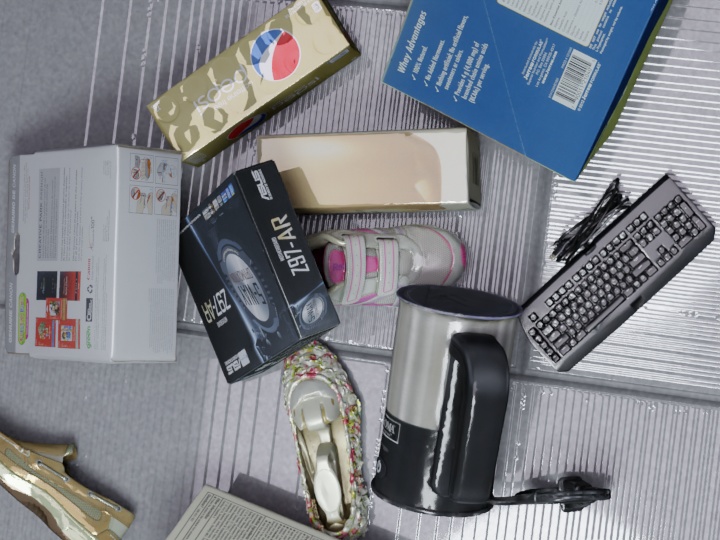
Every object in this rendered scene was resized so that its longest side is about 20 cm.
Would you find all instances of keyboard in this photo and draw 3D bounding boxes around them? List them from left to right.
[{"bbox_3d":[0.226,-0.005,1.630,0.200,0.040,0.104,-43,82,6],"label":"keyboard"}]

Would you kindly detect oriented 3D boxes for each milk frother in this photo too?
[{"bbox_3d":[0.128,0.125,1.594,0.199,0.180,0.190,0,105,-32],"label":"milk frother"}]

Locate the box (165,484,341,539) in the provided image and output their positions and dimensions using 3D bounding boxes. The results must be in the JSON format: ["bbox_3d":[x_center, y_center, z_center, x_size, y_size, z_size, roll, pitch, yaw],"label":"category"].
[{"bbox_3d":[-0.088,0.306,1.615,0.199,0.128,0.110,21,129,13],"label":"box"}]

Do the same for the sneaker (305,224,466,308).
[{"bbox_3d":[0.000,0.000,1.646,0.198,0.088,0.082,-8,87,10],"label":"sneaker"}]

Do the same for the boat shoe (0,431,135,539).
[{"bbox_3d":[-0.306,0.198,1.717,0.200,0.072,0.076,40,81,2],"label":"boat shoe"}]

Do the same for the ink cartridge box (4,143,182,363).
[{"bbox_3d":[-0.259,-0.015,1.683,0.175,0.083,0.202,1,89,43],"label":"ink cartridge box"}]

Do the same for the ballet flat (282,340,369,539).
[{"bbox_3d":[-0.032,0.163,1.661,0.075,0.064,0.202,-15,85,9],"label":"ballet flat"}]

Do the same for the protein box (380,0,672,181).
[{"bbox_3d":[0.157,-0.226,1.562,0.199,0.135,0.200,28,122,10],"label":"protein box"}]

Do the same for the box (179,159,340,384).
[{"bbox_3d":[-0.102,0.006,1.618,0.043,0.200,0.161,-19,84,-27],"label":"box"}]

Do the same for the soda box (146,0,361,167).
[{"bbox_3d":[-0.102,-0.183,1.683,0.199,0.064,0.068,-33,83,7],"label":"soda box"}]

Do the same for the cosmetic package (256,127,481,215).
[{"bbox_3d":[0.009,-0.091,1.640,0.198,0.105,0.072,-2,88,12],"label":"cosmetic package"}]
